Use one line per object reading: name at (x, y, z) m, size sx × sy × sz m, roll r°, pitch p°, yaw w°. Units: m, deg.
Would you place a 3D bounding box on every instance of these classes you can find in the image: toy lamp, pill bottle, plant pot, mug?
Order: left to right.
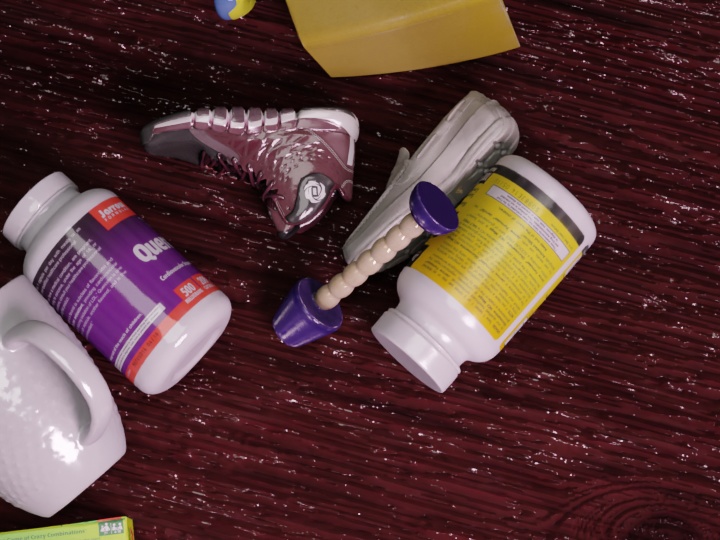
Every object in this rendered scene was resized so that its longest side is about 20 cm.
mug at (-0.278, 0.108, 1.635) m, size 0.176 × 0.200 × 0.148 m, roll 50°, pitch 52°, yaw -3°
pill bottle at (-0.217, 0.007, 1.694) m, size 0.200 × 0.112 × 0.113 m, roll 42°, pitch 82°, yaw 7°
toy lamp at (0.000, 0.000, 1.681) m, size 0.200 × 0.058 × 0.058 m, roll -38°, pitch 80°, yaw 29°
plant pot at (0.018, -0.277, 1.716) m, size 0.175 × 0.200 × 0.201 m, roll -22°, pitch 80°, yaw 7°
pill bottle at (0.105, 0.005, 1.695) m, size 0.112 × 0.112 × 0.200 m, roll 41°, pitch 81°, yaw 7°

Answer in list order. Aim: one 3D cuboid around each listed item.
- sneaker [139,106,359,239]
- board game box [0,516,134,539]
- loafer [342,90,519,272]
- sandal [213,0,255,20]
sneaker at (-0.098, -0.085, 1.732) m, size 0.199 × 0.076 × 0.116 m, roll -3°, pitch 82°, yaw -1°
board game box at (-0.295, 0.278, 1.676) m, size 0.199 × 0.048 × 0.102 m, roll -7°, pitch 79°, yaw -1°
loafer at (0.056, -0.078, 1.738) m, size 0.200 × 0.070 × 0.070 m, roll -43°, pitch 61°, yaw -4°
sandal at (-0.148, -0.320, 1.778) m, size 0.087 × 0.080 × 0.201 m, roll -15°, pitch 72°, yaw 1°
